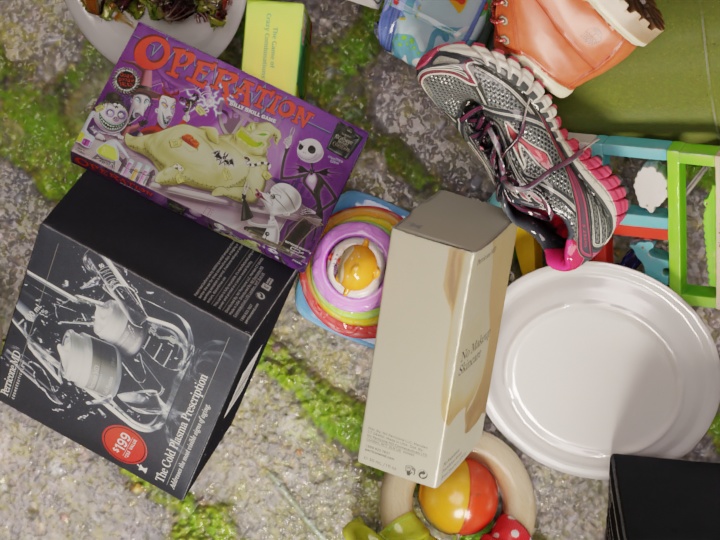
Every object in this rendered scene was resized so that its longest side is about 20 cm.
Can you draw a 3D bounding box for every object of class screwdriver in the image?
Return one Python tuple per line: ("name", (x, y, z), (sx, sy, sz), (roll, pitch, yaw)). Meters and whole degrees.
("screwdriver", (0.231, -0.027, 1.528), (0.028, 0.029, 0.200), (38, 122, 7))

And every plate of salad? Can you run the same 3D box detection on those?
("plate of salad", (-0.176, -0.250, 1.548), (0.199, 0.048, 0.202), (11, 111, 30))
("plate of salad", (0.188, 0.077, 1.539), (0.198, 0.048, 0.201), (7, 120, 12))

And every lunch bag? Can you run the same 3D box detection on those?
("lunch bag", (0.091, -0.250, 1.508), (0.082, 0.161, 0.201), (28, 109, 9))

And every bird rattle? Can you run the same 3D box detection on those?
("bird rattle", (0.085, 0.205, 1.550), (0.198, 0.113, 0.164), (3, 73, 0))

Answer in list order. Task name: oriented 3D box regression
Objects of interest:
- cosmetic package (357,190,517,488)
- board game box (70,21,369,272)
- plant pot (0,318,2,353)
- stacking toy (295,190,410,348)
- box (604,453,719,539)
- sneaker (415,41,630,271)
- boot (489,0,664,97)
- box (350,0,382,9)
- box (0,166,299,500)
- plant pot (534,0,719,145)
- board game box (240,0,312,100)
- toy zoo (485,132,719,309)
("cosmetic package", (0.060, 0.052, 1.483), (0.071, 0.105, 0.201), (17, 116, 19))
("board game box", (-0.107, -0.095, 1.474), (0.199, 0.032, 0.121), (25, 68, 0))
("plant pot", (-0.406, 0.064, 1.544), (0.200, 0.200, 0.134), (47, 128, 2))
("stacking toy", (0.000, 0.000, 1.500), (0.109, 0.200, 0.117), (23, 92, 4))
("box", (0.244, 0.270, 1.464), (0.122, 0.200, 0.200), (3, 107, 3))
("sneaker", (0.116, -0.088, 1.435), (0.200, 0.081, 0.075), (44, 60, -9))
("boot", (0.116, -0.210, 1.400), (0.200, 0.075, 0.107), (42, 120, -18))
("box", (-0.002, -0.315, 1.485), (0.116, 0.060, 0.201), (20, 83, 27))
("box", (-0.172, 0.047, 1.510), (0.181, 0.104, 0.201), (28, 130, 4))
("plant pot", (0.229, -0.173, 1.512), (0.188, 0.200, 0.202), (-7, 89, 15))
("board game box", (-0.073, -0.109, 1.555), (0.047, 0.102, 0.202), (5, 90, 2))
("toy zoo", (0.192, -0.042, 1.506), (0.199, 0.020, 0.132), (7, 118, 25))
